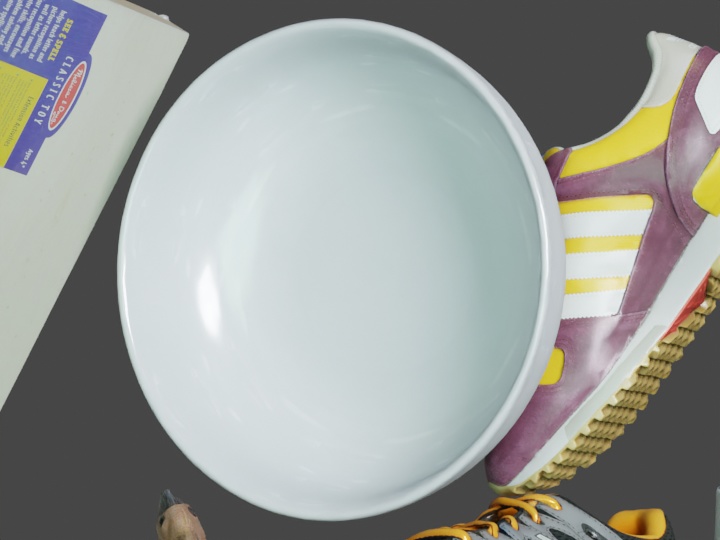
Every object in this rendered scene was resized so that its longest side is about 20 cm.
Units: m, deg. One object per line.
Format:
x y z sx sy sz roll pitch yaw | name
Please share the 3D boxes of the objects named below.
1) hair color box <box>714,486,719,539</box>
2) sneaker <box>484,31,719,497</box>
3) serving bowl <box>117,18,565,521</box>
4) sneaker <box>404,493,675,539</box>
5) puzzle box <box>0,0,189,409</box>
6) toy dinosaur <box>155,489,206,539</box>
0.185 0.193 1.160 0.060 0.100 0.201 -1 96 -15 | hair color box
0.099 -0.002 1.177 0.090 0.075 0.200 38 95 15 | sneaker
0.000 0.000 1.166 0.200 0.066 0.201 -1 88 29 | serving bowl
0.057 0.125 1.149 0.078 0.200 0.077 -13 70 44 | sneaker
-0.161 -0.031 1.167 0.025 0.133 0.200 32 98 38 | puzzle box
-0.019 0.185 1.154 0.200 0.136 0.086 31 70 3 | toy dinosaur
